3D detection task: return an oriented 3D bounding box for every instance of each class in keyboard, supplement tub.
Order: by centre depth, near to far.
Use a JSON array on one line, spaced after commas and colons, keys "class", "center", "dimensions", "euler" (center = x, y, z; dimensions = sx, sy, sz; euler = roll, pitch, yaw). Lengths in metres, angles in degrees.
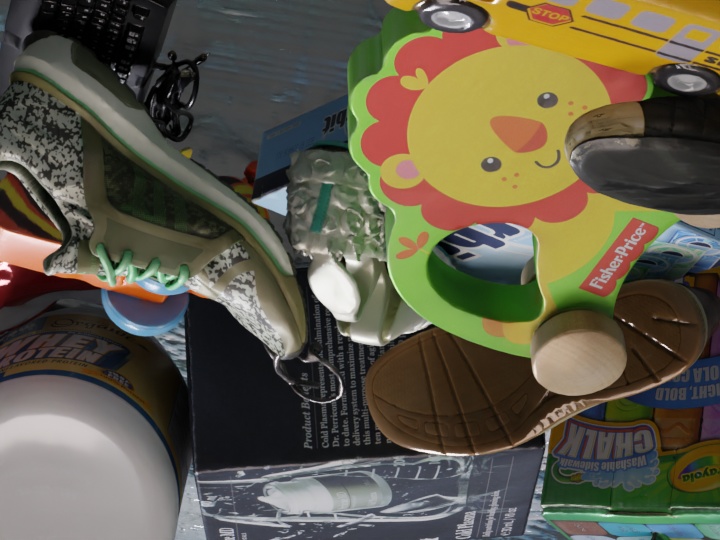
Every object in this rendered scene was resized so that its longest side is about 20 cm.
[{"class": "keyboard", "center": [-0.127, -0.093, 1.358], "dimensions": [0.103, 0.040, 0.200], "euler": [12, 161, -7]}, {"class": "supplement tub", "center": [-0.169, 0.106, 1.585], "dimensions": [0.144, 0.146, 0.200], "euler": [10, -165, -2]}]

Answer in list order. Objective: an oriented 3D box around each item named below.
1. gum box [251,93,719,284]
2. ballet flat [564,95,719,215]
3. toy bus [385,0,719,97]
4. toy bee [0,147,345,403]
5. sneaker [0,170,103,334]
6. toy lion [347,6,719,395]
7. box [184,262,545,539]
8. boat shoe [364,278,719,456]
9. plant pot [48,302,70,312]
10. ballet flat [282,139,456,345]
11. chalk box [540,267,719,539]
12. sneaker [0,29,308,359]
[{"class": "gum box", "center": [0.073, -0.040, 1.407], "dimensions": [0.199, 0.045, 0.170], "euler": [22, 156, -29]}, {"class": "ballet flat", "center": [0.174, -0.060, 1.210], "dimensions": [0.199, 0.057, 0.066], "euler": [-1, 157, -27]}, {"class": "toy bus", "center": [0.112, -0.123, 1.131], "dimensions": [0.199, 0.066, 0.078], "euler": [14, 160, -14]}, {"class": "toy bee", "center": [-0.096, -0.017, 1.459], "dimensions": [0.200, 0.109, 0.131], "euler": [36, 144, -23]}, {"class": "sneaker", "center": [-0.200, -0.025, 1.551], "dimensions": [0.199, 0.079, 0.116], "euler": [-12, 145, 19]}, {"class": "toy lion", "center": [0.074, -0.048, 1.275], "dimensions": [0.191, 0.069, 0.200], "euler": [19, 130, -19]}, {"class": "box", "center": [0.001, 0.080, 1.598], "dimensions": [0.195, 0.125, 0.200], "euler": [-3, 160, -1]}, {"class": "boat shoe", "center": [0.098, 0.046, 1.454], "dimensions": [0.199, 0.073, 0.072], "euler": [-20, 180, 28]}, {"class": "plant pot", "center": [-0.286, 0.104, 1.760], "dimensions": [0.177, 0.201, 0.199], "euler": [32, 151, -28]}, {"class": "ballet flat", "center": [0.000, 0.000, 1.389], "dimensions": [0.071, 0.072, 0.200], "euler": [2, 160, 18]}, {"class": "chalk box", "center": [0.181, 0.100, 1.511], "dimensions": [0.123, 0.201, 0.125], "euler": [-2, 158, 27]}, {"class": "sneaker", "center": [-0.112, -0.017, 1.324], "dimensions": [0.200, 0.089, 0.077], "euler": [43, 161, -2]}]
